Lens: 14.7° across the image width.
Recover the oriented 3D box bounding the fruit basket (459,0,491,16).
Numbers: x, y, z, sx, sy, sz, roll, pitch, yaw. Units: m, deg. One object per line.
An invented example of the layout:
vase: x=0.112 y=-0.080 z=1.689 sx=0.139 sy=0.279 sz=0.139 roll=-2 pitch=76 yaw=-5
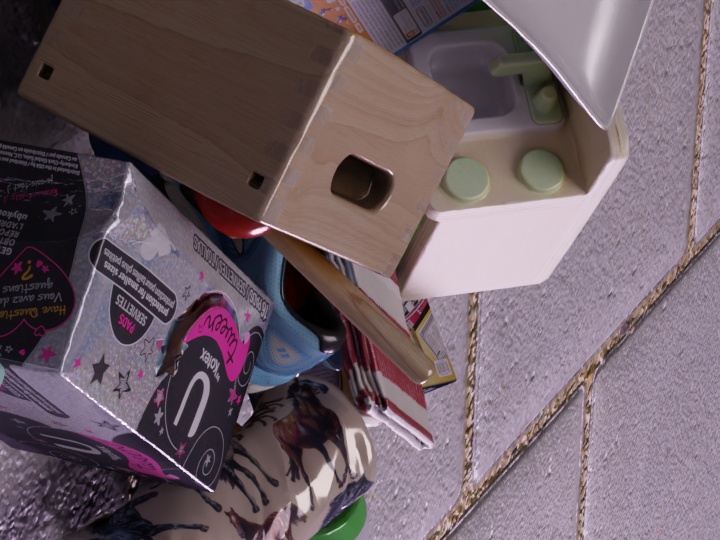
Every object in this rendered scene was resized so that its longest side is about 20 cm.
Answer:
fruit basket: x=0.090 y=-0.268 z=1.673 sx=0.216 sy=0.156 sz=0.216 roll=-21 pitch=135 yaw=-22

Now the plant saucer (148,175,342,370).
plant saucer: x=-0.070 y=-0.020 z=1.600 sx=0.200 sy=0.019 sz=0.070 roll=44 pitch=43 yaw=-38

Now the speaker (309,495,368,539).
speaker: x=-0.041 y=0.200 z=1.675 sx=0.088 sy=0.088 sz=0.200 roll=-54 pitch=156 yaw=-43

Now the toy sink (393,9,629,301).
toy sink: x=0.072 y=-0.081 z=1.702 sx=0.200 sy=0.112 sz=0.130 roll=119 pitch=-39 yaw=-65

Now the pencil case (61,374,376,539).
pencil case: x=-0.080 y=0.133 z=1.536 sx=0.200 sy=0.089 sz=0.078 roll=-36 pitch=175 yaw=-34

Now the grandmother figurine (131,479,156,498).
grandmother figurine: x=-0.090 y=0.171 z=1.710 sx=0.200 sy=0.061 sz=0.121 roll=59 pitch=40 yaw=-62

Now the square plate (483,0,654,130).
square plate: x=0.119 y=-0.208 z=1.558 sx=0.200 sy=0.028 sz=0.198 roll=39 pitch=65 yaw=-52

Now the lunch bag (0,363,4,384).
lunch bag: x=-0.262 y=0.101 z=1.205 sx=0.200 sy=0.122 sz=0.170 roll=-67 pitch=158 yaw=-4

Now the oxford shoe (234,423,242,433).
oxford shoe: x=-0.110 y=0.072 z=1.600 sx=0.200 sy=0.071 sz=0.071 roll=36 pitch=65 yaw=-63

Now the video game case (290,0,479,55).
video game case: x=-0.016 y=-0.152 z=1.599 sx=0.200 sy=0.018 sz=0.143 roll=-33 pitch=151 yaw=2

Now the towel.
towel: x=0.000 y=0.000 z=1.641 sx=0.144 sy=0.023 sz=0.200 roll=42 pitch=34 yaw=-72

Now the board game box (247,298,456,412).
board game box: x=-0.020 y=0.021 z=1.721 sx=0.200 sy=0.035 sz=0.136 roll=-7 pitch=76 yaw=-61

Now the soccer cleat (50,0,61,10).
soccer cleat: x=-0.145 y=-0.191 z=1.377 sx=0.200 sy=0.065 sz=0.084 roll=71 pitch=26 yaw=-54

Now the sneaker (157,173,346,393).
sneaker: x=-0.050 y=-0.038 z=1.538 sx=0.078 sy=0.090 sz=0.200 roll=-15 pitch=91 yaw=-54

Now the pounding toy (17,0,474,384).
pounding toy: x=-0.044 y=-0.057 z=1.417 sx=0.142 sy=0.184 sz=0.200 roll=-63 pitch=153 yaw=1

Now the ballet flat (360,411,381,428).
ballet flat: x=-0.010 y=0.075 z=1.823 sx=0.200 sy=0.070 sz=0.067 roll=24 pitch=80 yaw=-67

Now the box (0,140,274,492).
box: x=-0.146 y=0.024 z=1.406 sx=0.200 sy=0.132 sz=0.115 roll=46 pitch=58 yaw=-62
